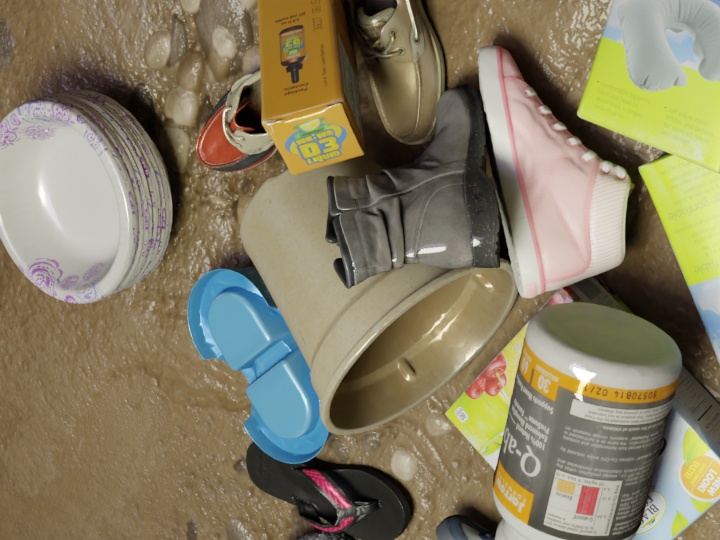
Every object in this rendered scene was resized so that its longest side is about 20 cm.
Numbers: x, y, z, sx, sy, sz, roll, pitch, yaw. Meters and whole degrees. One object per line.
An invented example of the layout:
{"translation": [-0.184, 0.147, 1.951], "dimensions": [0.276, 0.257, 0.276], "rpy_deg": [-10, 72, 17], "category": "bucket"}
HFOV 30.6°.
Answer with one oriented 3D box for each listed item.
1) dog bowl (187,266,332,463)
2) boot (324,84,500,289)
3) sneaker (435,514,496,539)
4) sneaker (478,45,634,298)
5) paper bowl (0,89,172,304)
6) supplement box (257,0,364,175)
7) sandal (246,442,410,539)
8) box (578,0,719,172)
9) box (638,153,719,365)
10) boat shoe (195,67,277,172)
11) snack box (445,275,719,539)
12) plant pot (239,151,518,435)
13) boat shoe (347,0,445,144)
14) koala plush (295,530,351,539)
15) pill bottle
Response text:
{"translation": [-0.086, 0.085, 1.260], "dimensions": [0.111, 0.049, 0.201], "rpy_deg": [-37, 82, 38], "category": "dog bowl"}
{"translation": [0.034, -0.073, 1.011], "dimensions": [0.129, 0.201, 0.071], "rpy_deg": [-5, 128, 3], "category": "boot"}
{"translation": [0.160, 0.257, 1.140], "dimensions": [0.199, 0.070, 0.083], "rpy_deg": [32, 105, 20], "category": "sneaker"}
{"translation": [0.153, -0.085, 1.023], "dimensions": [0.103, 0.075, 0.203], "rpy_deg": [-12, 76, 4], "category": "sneaker"}
{"translation": [-0.267, -0.077, 1.300], "dimensions": [0.198, 0.104, 0.204], "rpy_deg": [12, 112, 32], "category": "paper bowl"}
{"translation": [-0.042, -0.174, 1.048], "dimensions": [0.066, 0.202, 0.069], "rpy_deg": [-14, 138, 10], "category": "supplement box"}
{"translation": [-0.040, 0.219, 1.274], "dimensions": [0.198, 0.045, 0.076], "rpy_deg": [14, 113, 32], "category": "sandal"}
{"translation": [0.237, -0.182, 0.897], "dimensions": [0.121, 0.047, 0.203], "rpy_deg": [28, 111, 35], "category": "box"}
{"translation": [0.296, -0.006, 0.952], "dimensions": [0.121, 0.047, 0.202], "rpy_deg": [-22, 91, 39], "category": "box"}
{"translation": [-0.089, -0.143, 1.177], "dimensions": [0.199, 0.062, 0.072], "rpy_deg": [-28, 90, 40], "category": "boat shoe"}
{"translation": [0.192, 0.130, 1.063], "dimensions": [0.200, 0.067, 0.169], "rpy_deg": [46, 125, 12], "category": "snack box"}
{"translation": [0.000, 0.000, 1.095], "dimensions": [0.184, 0.199, 0.201], "rpy_deg": [51, 128, 24], "category": "plant pot"}
{"translation": [0.020, -0.200, 1.075], "dimensions": [0.071, 0.065, 0.203], "rpy_deg": [1, 106, 35], "category": "boat shoe"}
{"translation": [-0.066, 0.365, 1.244], "dimensions": [0.175, 0.199, 0.187], "rpy_deg": [-1, 105, 36], "category": "koala plush"}
{"translation": [0.161, 0.136, 0.973], "dimensions": [0.115, 0.116, 0.203], "rpy_deg": [21, 114, 28], "category": "pill bottle"}
